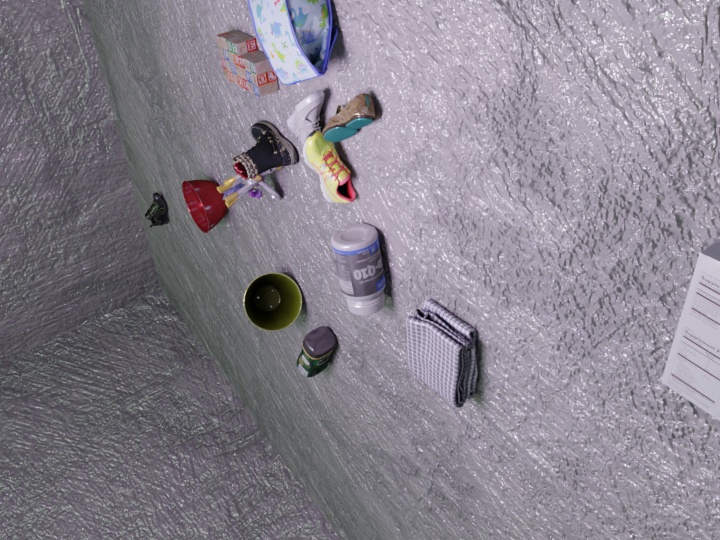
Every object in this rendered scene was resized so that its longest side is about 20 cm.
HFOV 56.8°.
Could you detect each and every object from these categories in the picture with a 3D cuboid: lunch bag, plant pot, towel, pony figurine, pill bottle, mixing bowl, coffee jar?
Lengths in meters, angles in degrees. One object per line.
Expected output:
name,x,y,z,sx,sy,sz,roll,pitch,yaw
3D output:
lunch bag,-0.135,-0.494,1.376,0.170,0.127,0.202,12,115,58
plant pot,-0.298,0.097,2.204,0.188,0.186,0.200,66,169,-6
towel,0.179,0.186,1.474,0.165,0.085,0.201,36,143,42
pony figurine,-0.303,-0.254,1.879,0.167,0.199,0.193,58,170,-5
pill bottle,0.000,0.000,1.599,0.114,0.113,0.201,30,139,48
mixing bowl,-0.547,-0.246,2.392,0.200,0.108,0.201,43,147,37
coffee jar,-0.141,0.258,2.112,0.085,0.104,0.200,51,151,17

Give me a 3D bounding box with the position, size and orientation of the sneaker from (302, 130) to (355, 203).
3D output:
sneaker,-0.062,-0.236,1.536,0.090,0.078,0.201,25,153,44

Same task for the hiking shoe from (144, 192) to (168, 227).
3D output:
hiking shoe,-0.971,-0.279,3.155,0.076,0.100,0.201,46,149,30

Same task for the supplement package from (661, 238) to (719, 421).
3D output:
supplement package,0.466,0.063,0.747,0.150,0.151,0.201,38,145,42

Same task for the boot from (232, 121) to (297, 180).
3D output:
boot,-0.280,-0.322,1.772,0.203,0.153,0.074,42,147,36

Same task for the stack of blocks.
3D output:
stack of blocks,-0.290,-0.532,1.703,0.200,0.058,0.116,38,144,42

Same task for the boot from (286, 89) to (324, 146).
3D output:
boot,-0.108,-0.343,1.546,0.096,0.073,0.200,58,162,-4

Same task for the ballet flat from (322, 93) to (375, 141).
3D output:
ballet flat,-0.024,-0.327,1.416,0.200,0.070,0.066,-7,81,60
